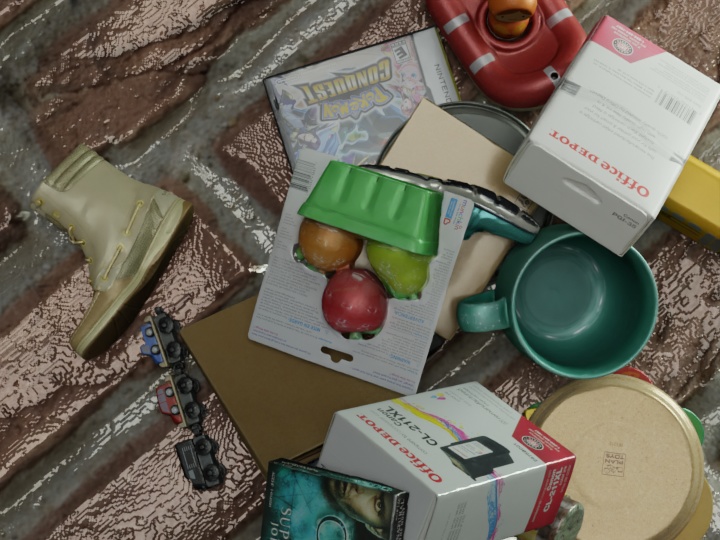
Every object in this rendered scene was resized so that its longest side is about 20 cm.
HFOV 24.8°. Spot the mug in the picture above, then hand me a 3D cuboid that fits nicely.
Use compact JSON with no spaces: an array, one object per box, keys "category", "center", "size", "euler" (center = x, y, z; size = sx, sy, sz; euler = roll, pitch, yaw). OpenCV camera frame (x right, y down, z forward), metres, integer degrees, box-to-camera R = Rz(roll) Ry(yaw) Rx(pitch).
[{"category":"mug","center":[0.201,0.021,1.676],"size":[0.185,0.114,0.152],"euler":[25,93,-11]}]

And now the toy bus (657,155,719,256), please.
[{"category":"toy bus","center":[0.351,-0.076,1.723],"size":[0.200,0.078,0.065],"euler":[31,82,7]}]

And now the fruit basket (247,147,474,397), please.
[{"category":"fruit basket","center":[0.000,0.000,1.594],"size":[0.185,0.094,0.200],"euler":[18,102,17]}]

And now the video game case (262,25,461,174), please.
[{"category":"video game case","center":[0.015,-0.152,1.773],"size":[0.200,0.026,0.181],"euler":[-17,80,-2]}]

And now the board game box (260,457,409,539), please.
[{"category":"board game box","center":[-0.031,0.279,1.460],"size":[0.135,0.028,0.200],"euler":[10,98,29]}]

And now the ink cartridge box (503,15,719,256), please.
[{"category":"ink cartridge box","center":[0.251,-0.136,1.628],"size":[0.146,0.083,0.200],"euler":[33,57,2]}]

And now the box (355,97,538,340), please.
[{"category":"box","center":[0.078,-0.054,1.699],"size":[0.163,0.021,0.200],"euler":[33,92,-2]}]

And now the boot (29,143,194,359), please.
[{"category":"boot","center":[-0.290,-0.022,1.733],"size":[0.155,0.073,0.200],"euler":[30,80,6]}]

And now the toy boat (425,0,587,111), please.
[{"category":"toy boat","center":[0.159,-0.270,1.737],"size":[0.130,0.131,0.200],"euler":[-32,80,-4]}]

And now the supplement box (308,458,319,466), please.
[{"category":"supplement box","center":[0.011,0.301,1.634],"size":[0.200,0.134,0.200],"euler":[26,82,6]}]

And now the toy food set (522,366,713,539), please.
[{"category":"toy food set","center":[0.260,0.200,1.690],"size":[0.200,0.049,0.198],"euler":[-8,79,0]}]

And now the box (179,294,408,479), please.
[{"category":"box","center":[-0.066,0.098,1.627],"size":[0.163,0.021,0.200],"euler":[-24,53,-16]}]

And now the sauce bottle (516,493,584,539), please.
[{"category":"sauce bottle","center":[0.130,0.216,1.657],"size":[0.200,0.065,0.065],"euler":[30,81,29]}]

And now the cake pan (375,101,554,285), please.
[{"category":"cake pan","center":[0.110,-0.080,1.730],"size":[0.200,0.037,0.201],"euler":[0,92,-2]}]

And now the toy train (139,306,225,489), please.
[{"category":"toy train","center":[-0.191,0.135,1.724],"size":[0.046,0.034,0.200],"euler":[-20,80,10]}]

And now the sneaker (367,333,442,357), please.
[{"category":"sneaker","center":[-0.024,0.077,1.701],"size":[0.201,0.067,0.108],"euler":[-26,80,8]}]

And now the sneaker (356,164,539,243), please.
[{"category":"sneaker","center":[0.082,-0.054,1.658],"size":[0.200,0.078,0.080],"euler":[12,98,9]}]

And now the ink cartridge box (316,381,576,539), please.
[{"category":"ink cartridge box","center":[0.079,0.186,1.531],"size":[0.146,0.200,0.083],"euler":[36,119,36]}]
